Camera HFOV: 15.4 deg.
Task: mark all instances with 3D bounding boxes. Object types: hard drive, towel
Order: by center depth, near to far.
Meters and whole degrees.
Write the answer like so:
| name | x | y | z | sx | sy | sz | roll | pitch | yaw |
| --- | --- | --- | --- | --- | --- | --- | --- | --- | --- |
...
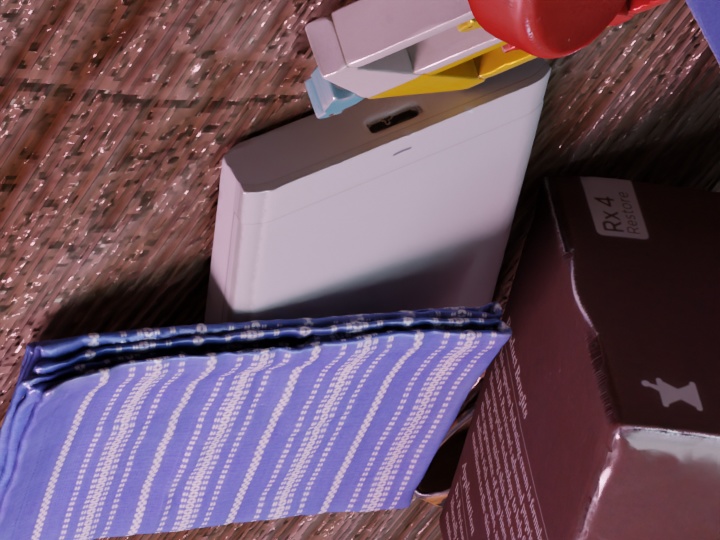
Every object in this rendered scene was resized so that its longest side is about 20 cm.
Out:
| name | x | y | z | sx | sy | sz | roll | pitch | yaw |
| --- | --- | --- | --- | --- | --- | --- | --- | --- | --- |
| hard drive | 0.000 | 0.000 | 1.045 | 0.131 | 0.026 | 0.200 | -23 | 150 | -22 |
| towel | -0.050 | 0.067 | 1.047 | 0.199 | 0.024 | 0.145 | -4 | 146 | -23 |

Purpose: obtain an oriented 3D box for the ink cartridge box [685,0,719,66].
| name | x | y | z | sx | sy | sz | roll | pitch | yaw |
| --- | --- | --- | --- | --- | --- | --- | --- | --- | --- |
| ink cartridge box | 0.224 | -0.125 | 0.993 | 0.200 | 0.047 | 0.198 | -41 | 135 | -3 |

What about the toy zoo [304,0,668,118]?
| name | x | y | z | sx | sy | sz | roll | pitch | yaw |
| --- | --- | --- | --- | --- | --- | --- | --- | --- | --- |
| toy zoo | 0.068 | -0.096 | 0.887 | 0.199 | 0.021 | 0.131 | -22 | 174 | 23 |

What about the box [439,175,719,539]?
| name | x | y | z | sx | sy | sz | roll | pitch | yaw |
| --- | --- | --- | --- | --- | --- | --- | --- | --- | --- |
| box | 0.140 | 0.094 | 1.103 | 0.163 | 0.166 | 0.201 | 7 | 127 | -12 |

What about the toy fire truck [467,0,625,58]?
| name | x | y | z | sx | sy | sz | roll | pitch | yaw |
| --- | --- | --- | --- | --- | --- | --- | --- | --- | --- |
| toy fire truck | 0.026 | -0.165 | 0.739 | 0.200 | 0.112 | 0.169 | 19 | 98 | -59 |

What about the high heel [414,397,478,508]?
| name | x | y | z | sx | sy | sz | roll | pitch | yaw |
| --- | --- | --- | --- | --- | --- | --- | --- | --- | --- |
| high heel | 0.106 | 0.043 | 1.183 | 0.142 | 0.072 | 0.200 | -19 | 155 | -32 |
